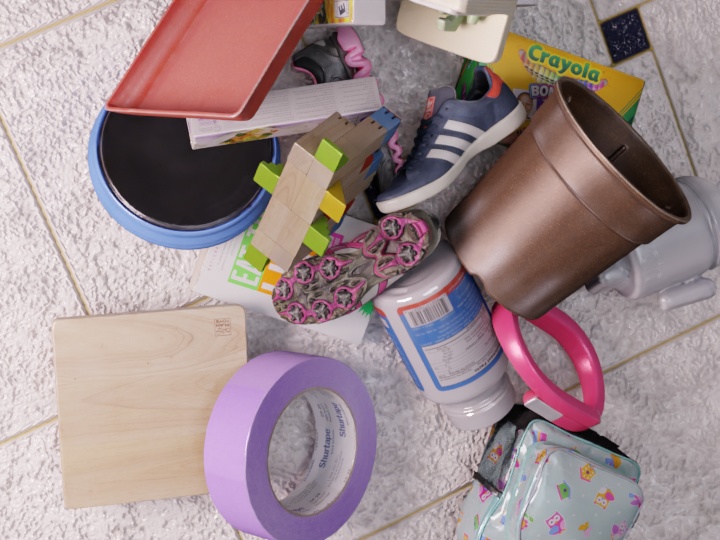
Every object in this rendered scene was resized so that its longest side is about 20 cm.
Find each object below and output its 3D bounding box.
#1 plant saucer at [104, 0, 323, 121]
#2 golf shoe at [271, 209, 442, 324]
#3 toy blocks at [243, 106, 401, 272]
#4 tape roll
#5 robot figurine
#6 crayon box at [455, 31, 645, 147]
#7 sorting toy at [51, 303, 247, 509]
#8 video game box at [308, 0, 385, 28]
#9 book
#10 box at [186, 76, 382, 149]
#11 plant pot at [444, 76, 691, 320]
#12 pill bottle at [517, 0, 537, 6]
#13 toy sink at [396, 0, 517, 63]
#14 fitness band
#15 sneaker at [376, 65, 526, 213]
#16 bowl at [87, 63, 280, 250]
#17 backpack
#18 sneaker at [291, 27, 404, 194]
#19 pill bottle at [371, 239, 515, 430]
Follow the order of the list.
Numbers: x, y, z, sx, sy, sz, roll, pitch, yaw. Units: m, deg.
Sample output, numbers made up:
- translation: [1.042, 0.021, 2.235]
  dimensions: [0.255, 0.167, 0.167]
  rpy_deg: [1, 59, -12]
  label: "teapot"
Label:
- translation: [-0.135, -0.224, 1.465]
  dimensions: [0.037, 0.199, 0.200]
  rpy_deg: [48, 61, -42]
  label: "plant saucer"
- translation: [0.000, 0.000, 1.553]
  dimensions: [0.200, 0.092, 0.073]
  rpy_deg: [-27, 87, 20]
  label: "golf shoe"
- translation: [-0.033, -0.092, 1.505]
  dimensions: [0.100, 0.200, 0.137]
  rpy_deg: [38, 45, 10]
  label: "toy blocks"
- translation: [-0.071, 0.188, 1.563]
  dimensions: [0.200, 0.066, 0.201]
  rpy_deg: [-6, 99, -46]
  label: "tape roll"
- translation: [0.342, -0.038, 1.670]
  dimensions: [0.200, 0.113, 0.170]
  rpy_deg: [-22, 85, -12]
  label: "robot figurine"
- translation: [0.205, -0.187, 1.643]
  dimensions: [0.200, 0.058, 0.119]
  rpy_deg: [16, 93, -16]
  label: "crayon box"
- translation: [-0.222, 0.138, 1.563]
  dimensions: [0.199, 0.070, 0.199]
  rpy_deg: [-4, 98, -15]
  label: "sorting toy"
- translation: [-0.042, -0.347, 1.492]
  dimensions: [0.047, 0.182, 0.201]
  rpy_deg: [-5, 98, -31]
  label: "video game box"
- translation: [-0.072, -0.011, 1.602]
  dimensions: [0.200, 0.048, 0.134]
  rpy_deg: [18, 93, -20]
  label: "book"
- translation: [-0.078, -0.161, 1.506]
  dimensions: [0.199, 0.039, 0.042]
  rpy_deg: [-11, 77, -12]
  label: "box"
- translation: [0.209, -0.065, 1.556]
  dimensions: [0.200, 0.200, 0.198]
  rpy_deg: [39, 115, -16]
  label: "plant pot"
- translation: [0.140, -0.383, 1.573]
  dimensions: [0.114, 0.114, 0.201]
  rpy_deg: [-5, 99, -14]
  label: "pill bottle"
- translation: [0.087, -0.319, 1.481]
  dimensions: [0.112, 0.130, 0.200]
  rpy_deg: [-14, 124, -56]
  label: "toy sink"
- translation: [0.213, 0.099, 1.631]
  dimensions: [0.037, 0.144, 0.200]
  rpy_deg: [-28, 141, 29]
  label: "fitness band"
- translation: [0.080, -0.142, 1.544]
  dimensions: [0.200, 0.075, 0.085]
  rpy_deg: [-41, 107, -22]
  label: "sneaker"
- translation: [-0.180, -0.122, 1.520]
  dimensions: [0.200, 0.039, 0.201]
  rpy_deg: [2, 75, -9]
  label: "bowl"
- translation: [0.209, 0.275, 1.658]
  dimensions: [0.176, 0.153, 0.200]
  rpy_deg: [25, 98, -21]
  label: "backpack"
- translation: [-0.015, -0.161, 1.587]
  dimensions: [0.095, 0.079, 0.200]
  rpy_deg: [-22, 96, -2]
  label: "sneaker"
- translation: [0.096, 0.075, 1.611]
  dimensions: [0.112, 0.112, 0.200]
  rpy_deg: [-32, 119, -9]
  label: "pill bottle"
